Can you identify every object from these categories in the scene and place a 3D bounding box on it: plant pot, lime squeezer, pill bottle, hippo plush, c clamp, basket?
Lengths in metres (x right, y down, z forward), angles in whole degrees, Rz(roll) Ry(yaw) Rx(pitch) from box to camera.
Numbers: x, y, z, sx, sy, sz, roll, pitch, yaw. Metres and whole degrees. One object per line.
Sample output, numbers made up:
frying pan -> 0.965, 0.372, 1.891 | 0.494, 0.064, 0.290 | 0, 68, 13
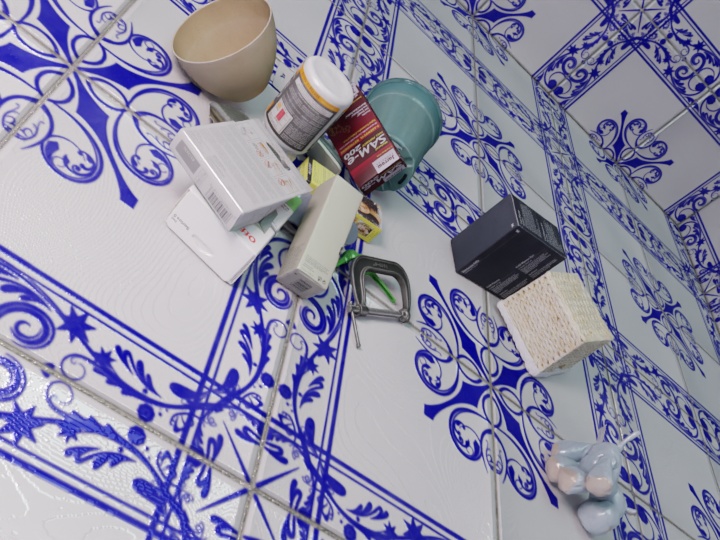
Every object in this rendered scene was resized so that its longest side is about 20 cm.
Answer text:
plant pot -> -0.238, -0.401, 1.354 | 0.136, 0.195, 0.204 | 68, 11, -50
lime squeezer -> 0.000, 0.000, 1.366 | 0.198, 0.038, 0.072 | 24, 38, -39
pill bottle -> -0.113, -0.296, 1.364 | 0.115, 0.199, 0.118 | 31, 37, -27
hippo plush -> 0.471, 0.438, 1.467 | 0.199, 0.157, 0.165 | -33, 115, -43
c clamp -> 0.037, 0.057, 1.354 | 0.197, 0.027, 0.175 | 2, 71, -48
basket -> 0.464, 0.127, 1.708 | 0.196, 0.160, 0.204 | 4, 57, -50
plant pot -> 0.071, -0.293, 1.616 | 0.199, 0.199, 0.198 | 40, 42, -16

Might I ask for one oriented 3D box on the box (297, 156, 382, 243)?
box -> -0.043, -0.140, 1.439 | 0.198, 0.050, 0.076 | 31, 38, -28

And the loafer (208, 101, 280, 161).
loafer -> -0.221, -0.230, 1.291 | 0.074, 0.070, 0.201 | 7, 36, -52

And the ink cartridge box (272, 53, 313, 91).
ink cartridge box -> -0.094, -0.401, 1.612 | 0.198, 0.068, 0.118 | 35, 35, -23

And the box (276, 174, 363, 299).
box -> -0.069, -0.058, 1.237 | 0.068, 0.082, 0.203 | 35, 60, -23

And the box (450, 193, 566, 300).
box -> 0.346, -0.051, 1.694 | 0.180, 0.199, 0.106 | 27, 40, -32

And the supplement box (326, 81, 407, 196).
supplement box -> 0.000, -0.271, 1.480 | 0.203, 0.108, 0.061 | 60, 10, 17

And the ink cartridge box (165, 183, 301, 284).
ink cartridge box -> -0.201, -0.098, 1.168 | 0.145, 0.084, 0.201 | 44, 34, -10

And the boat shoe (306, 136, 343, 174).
boat shoe -> -0.098, -0.285, 1.478 | 0.200, 0.073, 0.062 | 46, 64, 0

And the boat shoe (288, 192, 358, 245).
boat shoe -> -0.095, -0.104, 1.328 | 0.197, 0.066, 0.072 | 25, 75, -27

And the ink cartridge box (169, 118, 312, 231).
ink cartridge box -> -0.183, -0.158, 1.133 | 0.162, 0.050, 0.199 | 53, 30, 5
